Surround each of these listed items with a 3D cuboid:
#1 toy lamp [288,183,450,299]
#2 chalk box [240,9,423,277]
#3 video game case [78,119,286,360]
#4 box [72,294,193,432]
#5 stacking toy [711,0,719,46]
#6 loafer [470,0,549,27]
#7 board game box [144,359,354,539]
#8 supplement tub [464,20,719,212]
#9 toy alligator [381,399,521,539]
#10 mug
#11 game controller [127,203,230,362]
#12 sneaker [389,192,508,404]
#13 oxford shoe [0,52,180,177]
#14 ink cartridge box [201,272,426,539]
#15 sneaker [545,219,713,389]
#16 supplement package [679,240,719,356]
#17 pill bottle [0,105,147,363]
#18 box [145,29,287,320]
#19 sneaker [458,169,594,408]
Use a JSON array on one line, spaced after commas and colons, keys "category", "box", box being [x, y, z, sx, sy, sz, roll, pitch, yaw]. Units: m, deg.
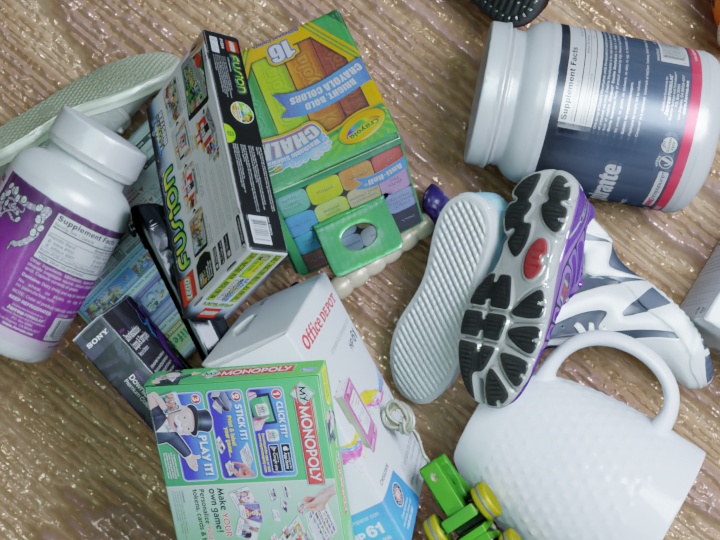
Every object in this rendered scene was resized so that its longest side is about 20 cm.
[{"category": "toy lamp", "box": [0.000, 0.000, 0.939, 0.199, 0.058, 0.058, -39, 86, -3]}, {"category": "chalk box", "box": [-0.029, -0.090, 0.875, 0.124, 0.124, 0.201, -24, 57, -2]}, {"category": "video game case", "box": [-0.181, -0.025, 0.961, 0.182, 0.022, 0.200, 45, 86, 4]}, {"category": "box", "box": [-0.151, 0.112, 0.871, 0.036, 0.143, 0.201, -38, 96, 0]}, {"category": "stacking toy", "box": [0.343, -0.309, 0.944, 0.145, 0.146, 0.201, -27, 66, -1]}, {"category": "loafer", "box": [0.099, -0.295, 0.964, 0.073, 0.071, 0.201, -47, 73, 27]}, {"category": "board game box", "box": [-0.077, 0.169, 0.783, 0.133, 0.029, 0.202, -5, 107, 10]}, {"category": "supplement tub", "box": [0.198, -0.135, 0.905, 0.198, 0.140, 0.142, 11, 85, 2]}, {"category": "toy alligator", "box": [0.081, 0.192, 0.843, 0.059, 0.054, 0.201, -35, 70, 10]}, {"category": "mug", "box": [0.184, 0.146, 0.869, 0.174, 0.147, 0.202, 30, 106, 17]}, {"category": "game controller", "box": [-0.144, 0.037, 0.890, 0.042, 0.104, 0.202, -26, 90, -19]}, {"category": "sneaker", "box": [0.091, 0.026, 0.923, 0.074, 0.082, 0.202, 33, 116, 28]}, {"category": "oxford shoe", "box": [-0.249, -0.137, 0.958, 0.199, 0.075, 0.058, -33, 127, -10]}, {"category": "ink cartridge box", "box": [-0.031, 0.122, 0.853, 0.084, 0.145, 0.201, -26, 103, 17]}, {"category": "sneaker", "box": [0.202, 0.053, 0.920, 0.129, 0.079, 0.199, -41, 86, -1]}, {"category": "supplement package", "box": [0.379, -0.010, 0.906, 0.113, 0.110, 0.201, 33, 87, 4]}, {"category": "pill bottle", "box": [-0.266, -0.033, 0.891, 0.112, 0.112, 0.201, 31, 92, 3]}, {"category": "box", "box": [-0.118, -0.075, 0.825, 0.034, 0.110, 0.202, 6, 58, -37]}, {"category": "sneaker", "box": [0.148, 0.021, 0.851, 0.080, 0.083, 0.202, 14, 78, 47]}]
